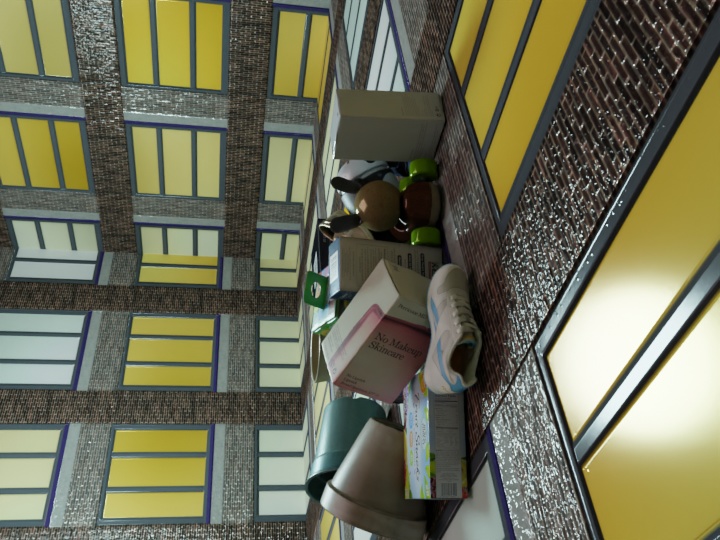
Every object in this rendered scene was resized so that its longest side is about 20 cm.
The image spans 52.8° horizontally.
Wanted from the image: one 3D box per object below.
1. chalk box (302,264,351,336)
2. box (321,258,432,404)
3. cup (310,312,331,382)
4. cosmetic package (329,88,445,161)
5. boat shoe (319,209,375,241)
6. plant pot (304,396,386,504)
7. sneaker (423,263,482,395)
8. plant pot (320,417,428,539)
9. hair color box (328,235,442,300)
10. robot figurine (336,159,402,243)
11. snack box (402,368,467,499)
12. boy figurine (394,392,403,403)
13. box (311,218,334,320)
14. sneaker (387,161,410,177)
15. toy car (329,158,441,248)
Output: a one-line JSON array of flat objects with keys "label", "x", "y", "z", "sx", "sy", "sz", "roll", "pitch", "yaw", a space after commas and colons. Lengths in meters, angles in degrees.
[{"label": "chalk box", "x": -0.015, "y": 0.056, "z": 1.342, "sx": 0.124, "sy": 0.198, "sz": 0.125, "roll": 144, "pitch": 138, "yaw": -60}, {"label": "box", "x": 0.045, "y": 0.104, "z": 1.207, "sx": 0.201, "sy": 0.127, "sz": 0.109, "roll": -55, "pitch": 30, "yaw": 23}, {"label": "cup", "x": -0.055, "y": 0.205, "z": 1.973, "sx": 0.200, "sy": 0.142, "sz": 0.202, "roll": -177, "pitch": 90, "yaw": -79}, {"label": "cosmetic package", "x": 0.046, "y": -0.268, "z": 1.351, "sx": 0.113, "sy": 0.198, "sz": 0.082, "roll": 106, "pitch": 163, "yaw": -51}, {"label": "boat shoe", "x": -0.021, "y": -0.060, "z": 1.456, "sx": 0.200, "sy": 0.065, "sz": 0.073, "roll": 44, "pitch": 158, "yaw": 51}, {"label": "plant pot", "x": -0.017, "y": 0.406, "z": 1.638, "sx": 0.201, "sy": 0.198, "sz": 0.197, "roll": 104, "pitch": 173, "yaw": -47}, {"label": "sneaker", "x": 0.147, "y": 0.086, "z": 1.101, "sx": 0.081, "sy": 0.076, "sz": 0.202, "roll": -20, "pitch": 63, "yaw": 56}, {"label": "plant pot", "x": 0.047, "y": 0.370, "z": 1.323, "sx": 0.200, "sy": 0.199, "sz": 0.175, "roll": 171, "pitch": 118, "yaw": -80}, {"label": "hair color box", "x": 0.046, "y": 0.005, "z": 1.278, "sx": 0.060, "sy": 0.198, "sz": 0.101, "roll": 143, "pitch": 130, "yaw": -63}, {"label": "robot figurine", "x": 0.034, "y": -0.144, "z": 1.496, "sx": 0.201, "sy": 0.124, "sz": 0.150, "roll": 60, "pitch": 156, "yaw": 5}, {"label": "snack box", "x": 0.119, "y": 0.272, "z": 1.194, "sx": 0.169, "sy": 0.067, "sz": 0.202, "roll": 123, "pitch": 148, "yaw": -70}, {"label": "boy figurine", "x": 0.085, "y": 0.160, "z": 1.419, "sx": 0.124, "sy": 0.064, "sz": 0.202, "roll": 69, "pitch": -158, "yaw": -75}, {"label": "box", "x": 0.000, "y": 0.000, "z": 1.554, "sx": 0.124, "sy": 0.196, "sz": 0.201, "roll": 105, "pitch": 164, "yaw": -47}, {"label": "sneaker", "x": 0.072, "y": -0.232, "z": 1.542, "sx": 0.200, "sy": 0.077, "sz": 0.071, "roll": -175, "pitch": 88, "yaw": -80}, {"label": "toy car", "x": 0.040, "y": -0.113, "z": 1.352, "sx": 0.158, "sy": 0.198, "sz": 0.166, "roll": 123, "pitch": 148, "yaw": -70}]
